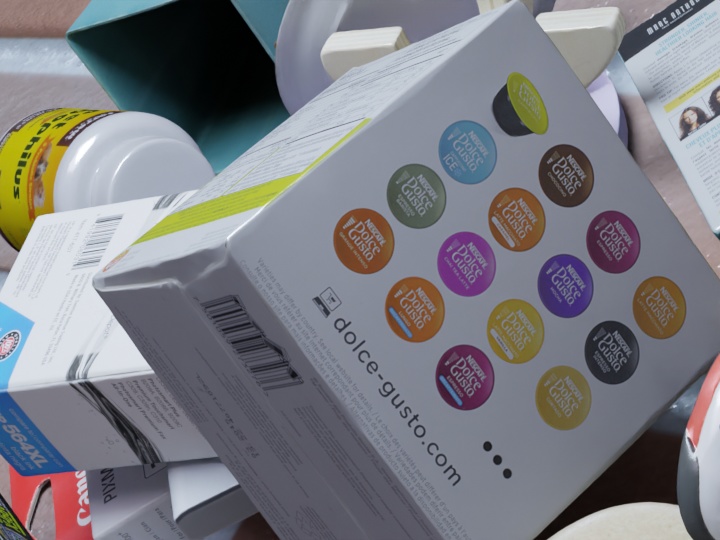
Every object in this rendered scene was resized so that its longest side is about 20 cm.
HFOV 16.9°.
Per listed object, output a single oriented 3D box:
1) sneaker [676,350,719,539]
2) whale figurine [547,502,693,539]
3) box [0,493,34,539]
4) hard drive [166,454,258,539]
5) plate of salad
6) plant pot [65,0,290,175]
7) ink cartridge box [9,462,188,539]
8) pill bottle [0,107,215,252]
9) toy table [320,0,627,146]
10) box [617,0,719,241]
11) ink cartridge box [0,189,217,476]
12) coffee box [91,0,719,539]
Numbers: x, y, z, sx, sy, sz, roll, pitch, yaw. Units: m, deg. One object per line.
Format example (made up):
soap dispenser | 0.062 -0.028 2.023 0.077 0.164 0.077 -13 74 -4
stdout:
sneaker | 0.223 0.041 1.051 0.108 0.067 0.202 10 60 51
whale figurine | 0.146 0.202 1.082 0.159 0.104 0.200 -30 57 -11
box | -0.262 0.214 1.473 0.160 0.044 0.200 -54 34 2
hard drive | -0.057 0.056 1.417 0.132 0.027 0.200 -27 37 10
plate of salad | 0.033 -0.160 1.473 0.200 0.200 0.048 -40 51 2
plant pot | -0.075 -0.188 1.671 0.141 0.142 0.200 -12 37 36
ink cartridge box | -0.158 0.110 1.505 0.176 0.045 0.200 -32 35 12
pill bottle | -0.168 -0.051 1.603 0.109 0.109 0.200 -52 25 -15
toy table | 0.077 -0.091 1.400 0.183 0.117 0.200 -10 38 19
box | 0.211 -0.084 1.347 0.082 0.049 0.200 -34 35 12
ink cartridge box | -0.114 0.033 1.393 0.199 0.084 0.146 -7 44 32
coffee box | 0.026 0.016 1.197 0.198 0.200 0.200 -40 11 -22
